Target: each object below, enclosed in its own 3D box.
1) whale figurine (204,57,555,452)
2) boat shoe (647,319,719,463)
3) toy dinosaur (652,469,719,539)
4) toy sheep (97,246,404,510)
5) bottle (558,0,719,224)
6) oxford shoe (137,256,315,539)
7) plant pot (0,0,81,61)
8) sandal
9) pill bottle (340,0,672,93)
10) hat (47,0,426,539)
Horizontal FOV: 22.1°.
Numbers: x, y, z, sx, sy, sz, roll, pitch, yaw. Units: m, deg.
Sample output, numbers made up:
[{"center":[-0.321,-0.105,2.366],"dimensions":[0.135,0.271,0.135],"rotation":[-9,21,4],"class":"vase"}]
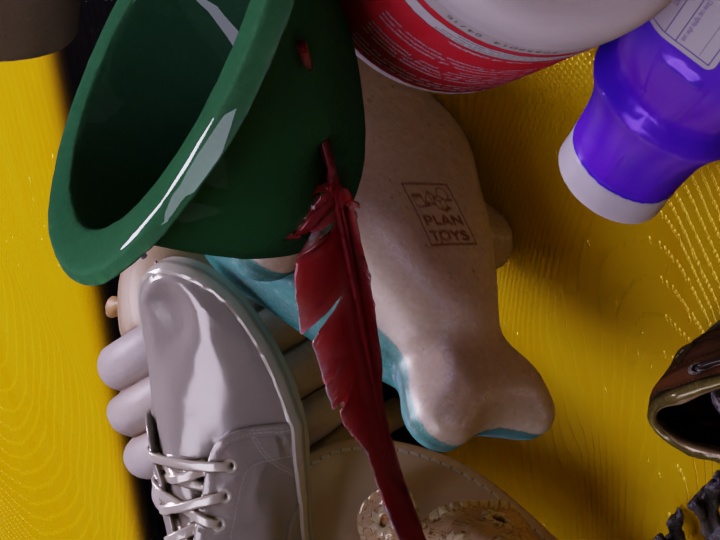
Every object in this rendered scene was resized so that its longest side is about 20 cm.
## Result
[{"center":[0.000,0.000,0.780],"dimensions":[0.104,0.159,0.201],"rotation":[-47,62,34],"class":"whale figurine"},{"center":[0.201,0.056,0.684],"dimensions":[0.199,0.068,0.072],"rotation":[-3,108,44],"class":"boat shoe"},{"center":[0.168,0.130,0.776],"dimensions":[0.088,0.047,0.200],"rotation":[42,139,10],"class":"toy dinosaur"},{"center":[-0.053,0.067,0.889],"dimensions":[0.138,0.138,0.201],"rotation":[-35,87,48],"class":"toy sheep"},{"center":[0.135,-0.097,0.653],"dimensions":[0.065,0.084,0.200],"rotation":[37,135,6],"class":"bottle"},{"center":[-0.061,0.092,0.791],"dimensions":[0.075,0.058,0.201],"rotation":[6,115,38],"class":"oxford shoe"},{"center":[-0.200,-0.226,0.854],"dimensions":[0.187,0.187,0.201],"rotation":[32,118,27],"class":"plant pot"},{"center":[0.063,0.133,0.793],"dimensions":[0.211,0.078,0.070],"rotation":[34,163,5],"class":"sandal"},{"center":[0.043,-0.123,0.660],"dimensions":[0.113,0.112,0.200],"rotation":[64,169,-4],"class":"pill bottle"},{"center":[-0.004,-0.036,0.682],"dimensions":[0.200,0.175,0.166],"rotation":[-55,28,22],"class":"hat"}]
